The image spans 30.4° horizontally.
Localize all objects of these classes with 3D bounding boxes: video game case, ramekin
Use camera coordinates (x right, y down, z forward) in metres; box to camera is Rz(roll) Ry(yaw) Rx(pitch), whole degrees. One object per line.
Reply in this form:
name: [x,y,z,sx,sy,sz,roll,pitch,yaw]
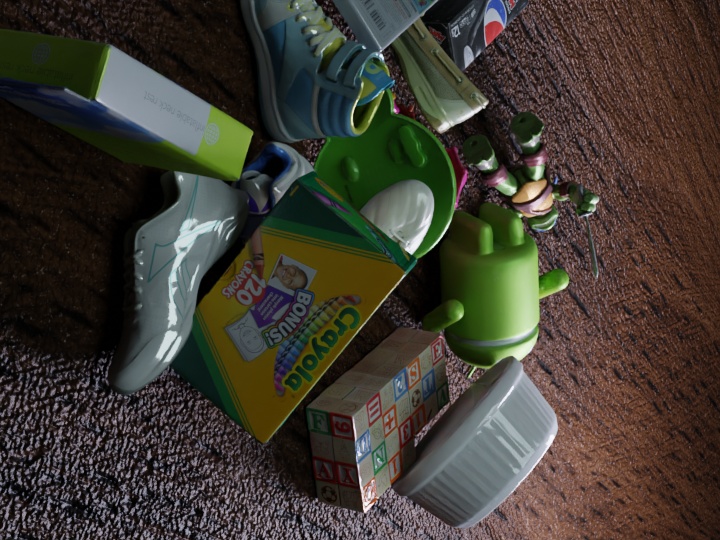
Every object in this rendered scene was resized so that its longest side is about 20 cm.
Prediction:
video game case: [0.003,-0.325,1.251,0.200,0.022,0.182,55,45,-14]
ramekin: [0.134,0.198,1.483,0.202,0.094,0.202,-48,179,-1]

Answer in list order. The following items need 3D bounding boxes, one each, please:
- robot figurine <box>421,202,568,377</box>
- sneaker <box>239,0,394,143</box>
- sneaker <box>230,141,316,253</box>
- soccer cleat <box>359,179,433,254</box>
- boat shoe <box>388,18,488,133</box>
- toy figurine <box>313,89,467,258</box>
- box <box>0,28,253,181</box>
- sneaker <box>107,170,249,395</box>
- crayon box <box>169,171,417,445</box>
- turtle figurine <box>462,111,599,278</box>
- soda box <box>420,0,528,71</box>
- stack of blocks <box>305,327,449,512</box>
robot figurine: [0.152,0.026,1.560,0.175,0.116,0.201,-17,115,-28]
sneaker: [-0.033,-0.210,1.190,0.080,0.130,0.201,-41,129,-46]
sneaker: [-0.091,-0.017,1.177,0.201,0.080,0.147,-68,149,-27]
soccer cleat: [0.000,0.000,1.252,0.069,0.200,0.078,37,17,-20]
boat shoe: [0.058,-0.238,1.323,0.201,0.063,0.073,65,13,11]
toy figurine: [0.039,-0.113,1.373,0.201,0.149,0.184,69,20,0]
box: [-0.184,-0.121,0.965,0.200,0.121,0.048,28,77,-58]
sneaker: [-0.168,0.004,1.088,0.080,0.070,0.201,34,70,-30]
crayon box: [-0.061,0.032,1.111,0.200,0.119,0.058,-51,178,16]
turtle figurine: [0.207,-0.079,1.608,0.194,0.143,0.201,56,47,-43]
soda box: [0.117,-0.288,1.479,0.200,0.070,0.064,-48,136,-44]
stack of blocks: [0.024,0.157,1.432,0.200,0.058,0.116,-37,127,-50]
